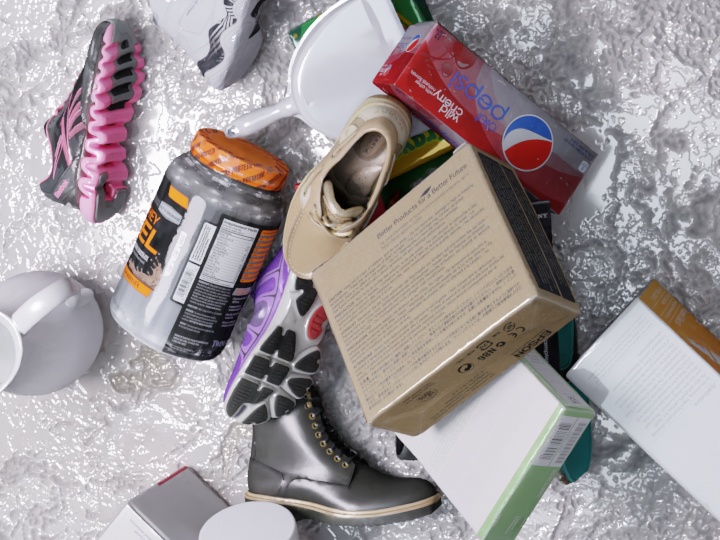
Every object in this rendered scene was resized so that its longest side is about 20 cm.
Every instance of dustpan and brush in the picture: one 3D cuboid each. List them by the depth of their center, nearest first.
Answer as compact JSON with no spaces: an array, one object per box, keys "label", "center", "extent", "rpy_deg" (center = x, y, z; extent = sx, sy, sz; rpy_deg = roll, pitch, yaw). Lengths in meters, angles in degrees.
[{"label":"dustpan and brush","center":[-0.039,-0.161,1.487],"extent":[0.199,0.057,0.141],"rpy_deg":[-24,104,10]}]

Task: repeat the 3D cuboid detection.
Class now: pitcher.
[{"label":"pitcher","center":[-0.311,0.053,1.570],"extent":[0.171,0.200,0.122],"rpy_deg":[-33,88,18]}]

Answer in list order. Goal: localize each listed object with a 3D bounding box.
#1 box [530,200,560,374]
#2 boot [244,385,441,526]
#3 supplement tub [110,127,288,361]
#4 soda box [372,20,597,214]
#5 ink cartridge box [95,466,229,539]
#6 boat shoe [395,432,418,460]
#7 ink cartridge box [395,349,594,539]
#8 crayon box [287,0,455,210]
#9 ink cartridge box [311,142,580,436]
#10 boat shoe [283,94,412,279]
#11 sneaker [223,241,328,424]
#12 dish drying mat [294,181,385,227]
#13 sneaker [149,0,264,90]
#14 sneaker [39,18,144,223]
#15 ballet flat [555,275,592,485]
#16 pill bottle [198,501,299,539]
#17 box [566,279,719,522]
[{"label":"box","center":[0.124,0.034,1.480],"extent":[0.143,0.036,0.202],"rpy_deg":[7,101,60]},{"label":"boot","center":[-0.023,0.172,1.569],"extent":[0.198,0.077,0.140],"rpy_deg":[-2,92,16]},{"label":"supplement tub","center":[-0.151,-0.026,1.552],"extent":[0.122,0.122,0.201],"rpy_deg":[28,104,11]},{"label":"soda box","center":[0.111,-0.134,1.437],"extent":[0.199,0.063,0.070],"rpy_deg":[37,86,-19]},{"label":"ink cartridge box","center":[-0.230,0.305,1.608],"extent":[0.083,0.146,0.200],"rpy_deg":[42,108,7]},{"label":"boat shoe","center":[0.056,0.077,1.510],"extent":[0.062,0.074,0.204],"rpy_deg":[-3,93,-9]},{"label":"ink cartridge box","center":[0.099,0.118,1.427],"extent":[0.200,0.048,0.146],"rpy_deg":[48,118,41]},{"label":"crayon box","center":[0.031,-0.162,1.516],"extent":[0.126,0.051,0.201],"rpy_deg":[-26,90,18]},{"label":"ink cartridge box","center":[0.069,0.019,1.388],"extent":[0.200,0.075,0.166],"rpy_deg":[-39,54,27]},{"label":"boat shoe","center":[-0.021,-0.064,1.437],"extent":[0.071,0.065,0.201],"rpy_deg":[27,123,-2]},{"label":"sneaker","center":[-0.077,0.053,1.562],"extent":[0.083,0.080,0.201],"rpy_deg":[22,85,53]},{"label":"dish drying mat","center":[0.000,0.000,1.525],"extent":[0.076,0.018,0.202],"rpy_deg":[-20,112,-8]},{"label":"sneaker","center":[-0.135,-0.273,1.513],"extent":[0.115,0.075,0.201],"rpy_deg":[38,133,12]},{"label":"sneaker","center":[-0.274,-0.152,1.604],"extent":[0.095,0.079,0.202],"rpy_deg":[16,101,26]},{"label":"ballet flat","center":[0.174,0.096,1.510],"extent":[0.071,0.072,0.202],"rpy_deg":[-5,94,17]},{"label":"pill bottle","center":[-0.094,0.332,1.559],"extent":[0.115,0.116,0.202],"rpy_deg":[1,117,16]},{"label":"box","center":[0.293,0.117,1.436],"extent":[0.200,0.124,0.098],"rpy_deg":[44,107,6]}]
